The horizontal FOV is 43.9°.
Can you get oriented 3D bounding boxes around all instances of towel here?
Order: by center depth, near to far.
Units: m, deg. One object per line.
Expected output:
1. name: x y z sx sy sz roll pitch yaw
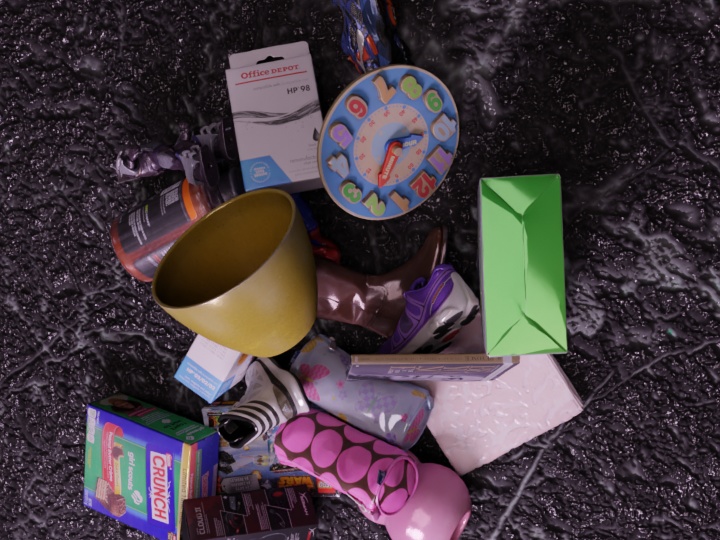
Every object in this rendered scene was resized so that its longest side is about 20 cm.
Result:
1. towel: 0.167 0.153 1.203 0.199 0.032 0.192 -32 90 19

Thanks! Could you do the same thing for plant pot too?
1. plant pot: -0.130 0.020 1.083 0.198 0.201 0.142 -21 125 19

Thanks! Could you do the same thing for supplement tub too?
1. supplement tub: -0.239 -0.068 1.234 0.199 0.107 0.108 -24 94 19

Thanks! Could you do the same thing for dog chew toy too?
1. dog chew toy: 0.051 0.300 1.222 0.199 0.124 0.126 29 108 23

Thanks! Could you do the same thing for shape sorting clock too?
1. shape sorting clock: 0.039 -0.156 1.116 0.039 0.199 0.201 44 115 48

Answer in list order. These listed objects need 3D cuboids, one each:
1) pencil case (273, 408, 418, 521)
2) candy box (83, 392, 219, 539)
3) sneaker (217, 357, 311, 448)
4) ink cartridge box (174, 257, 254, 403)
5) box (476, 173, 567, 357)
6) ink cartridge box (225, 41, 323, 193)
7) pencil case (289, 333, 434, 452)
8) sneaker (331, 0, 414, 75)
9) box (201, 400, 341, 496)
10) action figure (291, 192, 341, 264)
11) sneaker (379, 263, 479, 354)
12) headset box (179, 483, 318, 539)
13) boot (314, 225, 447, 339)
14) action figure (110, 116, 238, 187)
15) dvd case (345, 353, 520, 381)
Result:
1. pencil case: -0.026 0.248 1.167 0.199 0.091 0.094 17 64 40
2. candy box: -0.311 0.293 1.323 0.198 0.077 0.171 14 106 24
3. sneaker: -0.151 0.175 1.203 0.115 0.200 0.076 -28 101 -18
4. ink cartridge box: -0.164 0.072 1.236 0.068 0.115 0.201 34 108 6
5. box: 0.187 -0.008 1.070 0.096 0.176 0.202 -2 91 7
6. ink cartridge box: -0.107 -0.203 1.154 0.115 0.067 0.202 -11 84 0
7. pencil case: 0.000 0.165 1.208 0.199 0.083 0.091 27 76 22
8. sneaker: 0.017 -0.280 1.147 0.078 0.075 0.202 -8 96 33
9. box: -0.126 0.258 1.302 0.198 0.040 0.138 -4 99 17
10. action figure: -0.095 -0.055 1.216 0.098 0.065 0.201 -31 91 5
11. sneaker: 0.080 0.058 1.129 0.200 0.080 0.084 -50 57 47
12. headset box: -0.170 0.385 1.247 0.198 0.075 0.150 -3 128 -20
13. boot: 0.000 0.000 1.167 0.198 0.064 0.188 17 114 -6
14. action figure: -0.252 -0.156 1.193 0.199 0.130 0.070 3 125 38
15. dvd case: 0.083 0.121 1.102 0.198 0.149 0.016 -1 75 -4
